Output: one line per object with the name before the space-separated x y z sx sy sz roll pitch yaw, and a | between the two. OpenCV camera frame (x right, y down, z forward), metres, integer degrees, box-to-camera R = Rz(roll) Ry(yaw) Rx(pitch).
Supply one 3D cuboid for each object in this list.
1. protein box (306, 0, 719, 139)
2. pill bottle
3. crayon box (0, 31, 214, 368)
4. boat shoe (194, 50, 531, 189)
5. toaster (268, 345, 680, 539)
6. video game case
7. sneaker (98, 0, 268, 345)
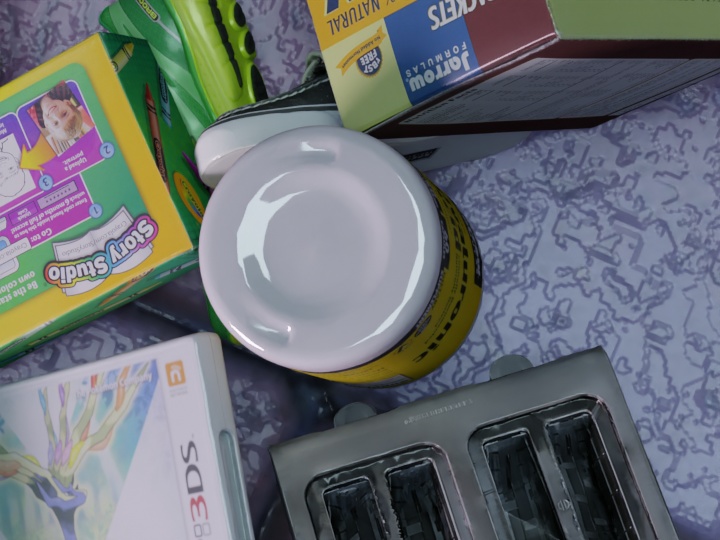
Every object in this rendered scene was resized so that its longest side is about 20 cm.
protein box | 0.077 -0.179 1.031 0.135 0.200 0.199 -23 80 40
pill bottle | 0.000 0.000 1.024 0.111 0.200 0.112 -1 84 12
crayon box | -0.177 -0.022 1.069 0.200 0.058 0.119 -26 83 16
boat shoe | -0.003 -0.082 1.079 0.200 0.071 0.064 -10 72 -37
toaster | 0.060 0.151 1.025 0.180 0.119 0.200 -16 59 -2
video game case | -0.130 0.138 1.041 0.200 0.022 0.183 -16 82 39
sneaker | -0.085 -0.058 1.109 0.083 0.074 0.201 -14 87 24
